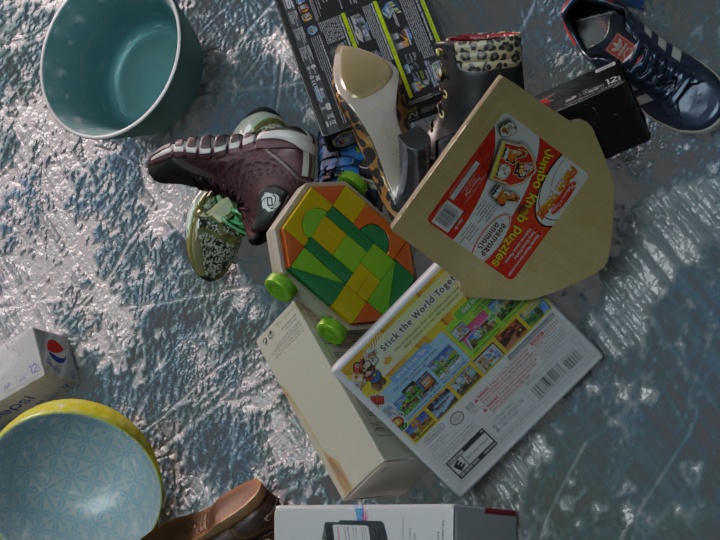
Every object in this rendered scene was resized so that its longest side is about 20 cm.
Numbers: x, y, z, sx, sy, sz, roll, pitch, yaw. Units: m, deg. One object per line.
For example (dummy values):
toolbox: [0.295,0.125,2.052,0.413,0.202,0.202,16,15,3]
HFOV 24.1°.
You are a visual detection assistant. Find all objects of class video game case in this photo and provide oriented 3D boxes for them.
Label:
video game case: [0.104,0.089,1.645,0.182,0.023,0.200,44,97,-7]

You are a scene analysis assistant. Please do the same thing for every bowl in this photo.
bowl: [-0.260,-0.235,1.946,0.199,0.105,0.203,-7,75,29]
bowl: [-0.312,0.216,1.862,0.200,0.200,0.108,-40,20,16]

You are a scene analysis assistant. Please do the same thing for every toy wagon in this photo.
toy wagon: [0.000,0.000,1.711,0.156,0.200,0.040,-56,13,-27]

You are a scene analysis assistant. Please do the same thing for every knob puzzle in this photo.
knob puzzle: [0.153,-0.060,1.599,0.221,0.219,0.030,-57,19,7]

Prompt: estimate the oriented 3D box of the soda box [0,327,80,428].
soda box: [-0.429,0.142,1.983,0.199,0.068,0.064,-29,66,22]

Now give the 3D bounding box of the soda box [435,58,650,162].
soda box: [0.174,-0.125,1.626,0.199,0.071,0.063,-23,24,13]

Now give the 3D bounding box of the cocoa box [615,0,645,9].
cocoa box: [0.197,-0.360,1.693,0.199,0.133,0.132,21,91,32]

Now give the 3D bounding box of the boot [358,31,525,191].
boot: [0.085,-0.159,1.715,0.202,0.073,0.155,-2,107,23]

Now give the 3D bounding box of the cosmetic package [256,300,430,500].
cosmetic package: [-0.012,0.131,1.720,0.071,0.105,0.201,-46,59,28]

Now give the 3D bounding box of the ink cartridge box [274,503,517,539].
ink cartridge box: [0.034,0.271,1.642,0.198,0.145,0.084,-5,79,29]

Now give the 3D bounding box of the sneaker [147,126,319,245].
sneaker: [-0.137,-0.081,1.777,0.198,0.076,0.117,-7,78,25]

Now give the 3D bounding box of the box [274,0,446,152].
box: [0.006,-0.244,1.798,0.159,0.044,0.201,-20,69,0]

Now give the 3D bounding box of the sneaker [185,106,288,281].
sneaker: [-0.123,-0.077,1.838,0.088,0.077,0.201,28,95,51]

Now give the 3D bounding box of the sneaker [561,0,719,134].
sneaker: [0.270,-0.203,1.645,0.200,0.084,0.075,40,99,30]

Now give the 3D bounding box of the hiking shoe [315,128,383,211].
hiking shoe: [-0.018,-0.074,1.782,0.074,0.087,0.202,-17,71,26]

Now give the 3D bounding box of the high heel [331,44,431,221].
high heel: [0.019,-0.127,1.697,0.071,0.143,0.201,-19,48,-15]

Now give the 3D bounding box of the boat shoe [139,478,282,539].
boat shoe: [-0.164,0.293,1.795,0.199,0.070,0.071,-27,26,25]
